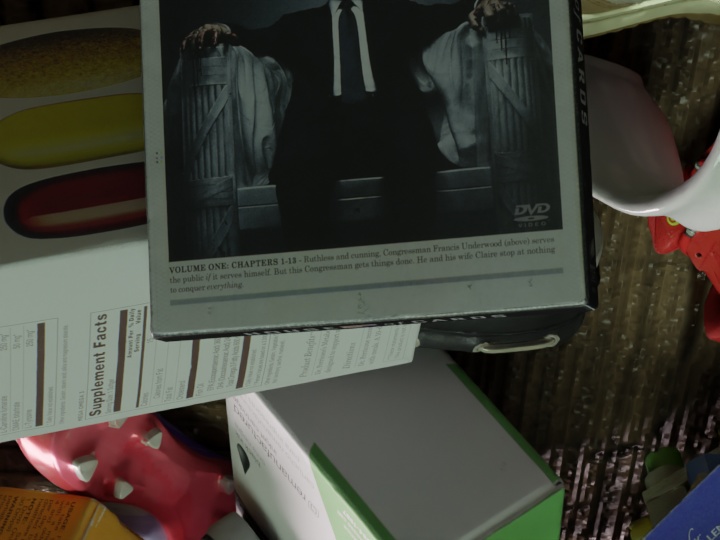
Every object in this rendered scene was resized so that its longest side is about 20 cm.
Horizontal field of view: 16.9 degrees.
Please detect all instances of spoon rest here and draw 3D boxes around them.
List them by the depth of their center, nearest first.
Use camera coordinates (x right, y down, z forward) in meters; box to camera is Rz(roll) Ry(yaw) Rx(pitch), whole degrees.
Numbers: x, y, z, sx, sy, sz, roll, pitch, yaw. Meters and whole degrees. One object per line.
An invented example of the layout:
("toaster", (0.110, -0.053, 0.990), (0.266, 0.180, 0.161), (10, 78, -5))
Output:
("spoon rest", (0.093, -0.048, 0.875), (0.099, 0.061, 0.200), (15, 177, -24))

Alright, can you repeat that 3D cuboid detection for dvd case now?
("dvd case", (-0.001, -0.082, 0.809), (0.149, 0.202, 0.025), (-5, 173, 13))

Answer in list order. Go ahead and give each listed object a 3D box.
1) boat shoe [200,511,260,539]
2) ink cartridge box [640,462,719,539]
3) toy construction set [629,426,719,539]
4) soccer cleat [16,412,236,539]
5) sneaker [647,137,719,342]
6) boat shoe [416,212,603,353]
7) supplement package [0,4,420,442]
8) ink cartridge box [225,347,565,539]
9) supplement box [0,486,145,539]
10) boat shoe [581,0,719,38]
("boat shoe", (-0.069, 0.183, 1.143), (0.065, 0.072, 0.200), (-28, 157, -20))
("ink cartridge box", (0.231, 0.130, 1.072), (0.198, 0.047, 0.200), (-44, 130, 2))
("toy construction set", (0.141, 0.146, 1.149), (0.130, 0.093, 0.199), (20, 145, -34))
("soccer cleat", (-0.102, 0.102, 1.167), (0.076, 0.067, 0.200), (28, 168, 39))
("sneaker", (0.152, -0.028, 0.944), (0.084, 0.077, 0.201), (1, 142, 16))
("boat shoe", (0.000, 0.000, 1.005), (0.198, 0.074, 0.061), (-1, 138, -4))
("supplement package", (-0.082, -0.021, 0.899), (0.198, 0.114, 0.110), (-11, 145, -16))
("ink cartridge box", (0.013, 0.120, 1.083), (0.084, 0.146, 0.201), (-29, 146, -21))
("supplement box", (-0.179, 0.145, 1.164), (0.199, 0.069, 0.066), (-3, 146, 45))
("boat shoe", (0.092, -0.124, 0.839), (0.198, 0.074, 0.067), (-3, 129, 9))
